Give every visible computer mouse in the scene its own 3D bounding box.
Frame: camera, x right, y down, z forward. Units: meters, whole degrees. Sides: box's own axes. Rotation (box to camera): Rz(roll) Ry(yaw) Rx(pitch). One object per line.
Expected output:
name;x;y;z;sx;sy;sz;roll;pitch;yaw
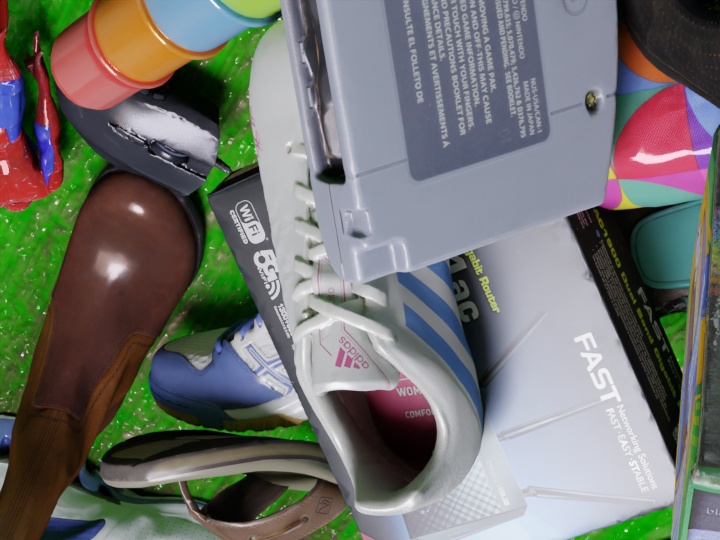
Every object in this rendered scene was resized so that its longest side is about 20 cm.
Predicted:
computer mouse;-0.065;-0.039;0.895;0.199;0.034;0.059;36;123;7

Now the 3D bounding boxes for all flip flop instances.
flip flop;-0.043;0.115;0.989;0.081;0.058;0.199;1;170;44

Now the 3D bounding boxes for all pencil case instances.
pencil case;0.178;-0.073;0.767;0.198;0.089;0.089;-5;130;29

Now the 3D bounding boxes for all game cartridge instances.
game cartridge;0.033;-0.109;0.707;0.041;0.132;0.202;12;116;52

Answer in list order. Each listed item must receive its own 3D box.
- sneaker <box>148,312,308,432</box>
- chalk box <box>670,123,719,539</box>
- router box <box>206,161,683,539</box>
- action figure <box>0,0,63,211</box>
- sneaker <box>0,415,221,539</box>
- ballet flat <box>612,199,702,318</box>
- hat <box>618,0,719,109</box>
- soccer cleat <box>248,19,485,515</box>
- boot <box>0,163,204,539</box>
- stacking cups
sneaker;-0.020;0.025;0.960;0.198;0.075;0.089;-7;115;22
chalk box;0.179;0.065;0.709;0.123;0.201;0.124;6;148;8
router box;0.044;0.023;0.830;0.149;0.062;0.201;-22;97;25
action figure;-0.173;-0.074;0.899;0.065;0.052;0.200;-15;157;-7
sneaker;-0.157;0.177;1.117;0.198;0.116;0.081;25;137;-2
ballet flat;0.120;-0.005;0.864;0.198;0.075;0.075;-4;131;26
hat;0.141;-0.156;0.687;0.080;0.201;0.202;-21;133;-13
soccer cleat;0.000;0.000;0.756;0.069;0.086;0.202;-14;100;25
boot;-0.151;0.064;0.944;0.068;0.201;0.189;29;136;-6
stacking cups;-0.059;-0.121;0.790;0.061;0.061;0.199;44;142;-21
